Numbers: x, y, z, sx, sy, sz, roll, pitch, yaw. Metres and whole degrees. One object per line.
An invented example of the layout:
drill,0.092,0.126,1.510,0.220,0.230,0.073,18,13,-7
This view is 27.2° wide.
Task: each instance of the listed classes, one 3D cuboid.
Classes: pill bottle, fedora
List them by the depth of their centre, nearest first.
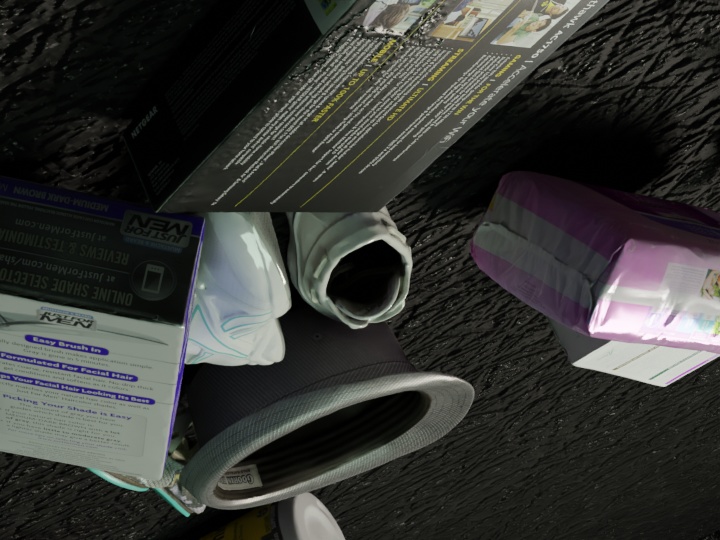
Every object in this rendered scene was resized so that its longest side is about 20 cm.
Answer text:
fedora,-0.034,0.081,0.985,0.199,0.091,0.177,-20,158,-9
pill bottle,-0.114,0.289,1.352,0.200,0.112,0.111,-30,157,15

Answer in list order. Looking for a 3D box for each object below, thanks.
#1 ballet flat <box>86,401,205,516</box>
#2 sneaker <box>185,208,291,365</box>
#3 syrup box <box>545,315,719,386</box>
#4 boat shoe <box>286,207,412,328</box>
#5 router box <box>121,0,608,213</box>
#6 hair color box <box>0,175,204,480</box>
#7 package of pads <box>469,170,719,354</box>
ballet flat,-0.141,0.117,1.013,0.072,0.072,0.200,-25,158,4
sneaker,-0.082,0.009,0.804,0.080,0.071,0.200,-12,155,-10
syrup box,0.214,0.030,1.133,0.081,0.079,0.200,-33,157,21
boat shoe,0.000,0.000,0.866,0.072,0.066,0.200,-21,158,-8
router box,0.007,-0.098,0.668,0.149,0.051,0.200,-2,150,-46
hair color box,-0.142,0.036,0.751,0.109,0.065,0.200,11,152,-5
package of pads,0.179,-0.003,0.934,0.199,0.120,0.076,7,111,-38
